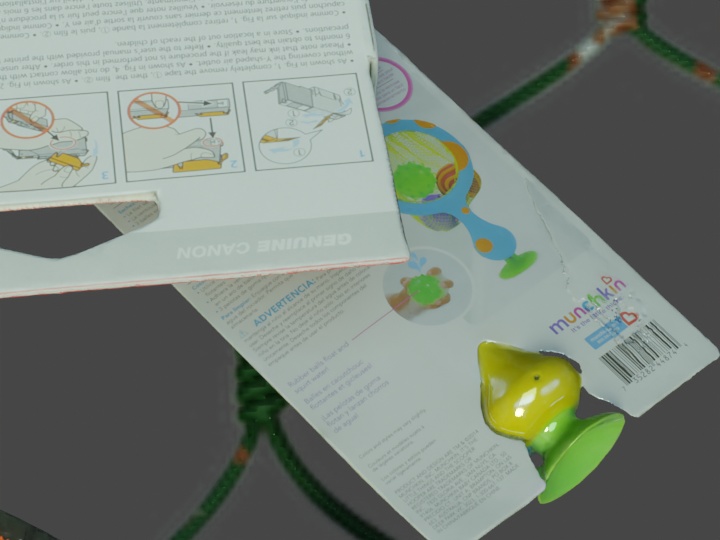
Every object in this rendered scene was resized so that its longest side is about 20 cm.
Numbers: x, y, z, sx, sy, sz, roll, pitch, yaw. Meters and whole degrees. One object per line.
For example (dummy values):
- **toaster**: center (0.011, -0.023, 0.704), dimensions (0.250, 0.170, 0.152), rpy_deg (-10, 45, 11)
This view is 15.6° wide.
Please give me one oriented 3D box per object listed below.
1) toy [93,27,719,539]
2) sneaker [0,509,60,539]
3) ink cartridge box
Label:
- **toy**: center (0.000, 0.000, 0.817), dimensions (0.115, 0.047, 0.200), rpy_deg (-34, 61, -27)
- **sneaker**: center (-0.158, 0.089, 0.780), dimensions (0.200, 0.079, 0.075), rpy_deg (31, 64, 19)
- **ink cartridge box**: center (-0.094, -0.048, 0.789), dimensions (0.199, 0.045, 0.177), rpy_deg (-4, 50, -6)
